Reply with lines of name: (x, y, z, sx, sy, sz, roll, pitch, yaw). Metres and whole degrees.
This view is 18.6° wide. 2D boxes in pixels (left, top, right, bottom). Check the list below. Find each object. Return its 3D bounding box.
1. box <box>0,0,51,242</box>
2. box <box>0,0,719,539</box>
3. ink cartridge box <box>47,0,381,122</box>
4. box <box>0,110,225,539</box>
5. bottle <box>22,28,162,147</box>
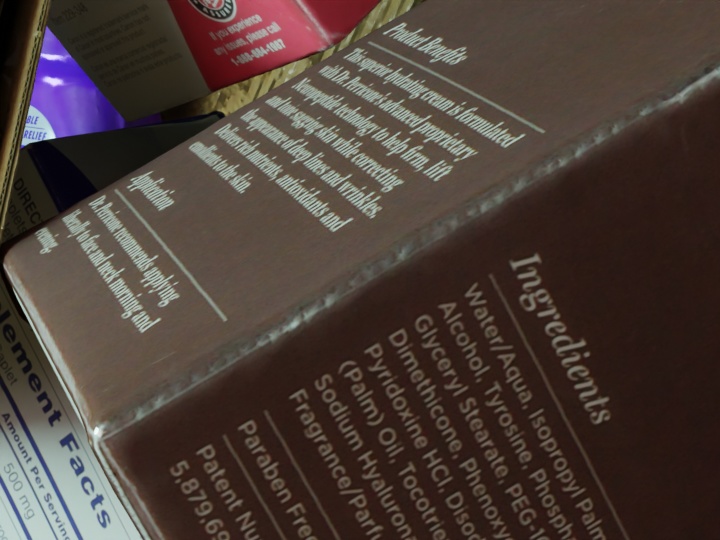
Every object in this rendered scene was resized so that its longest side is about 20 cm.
box: (-0.143, -0.033, 0.674, 0.200, 0.021, 0.164, -13, 65, 63)
box: (0.039, 0.031, 0.565, 0.200, 0.164, 0.166, -30, 21, -7)
ink cartridge box: (-0.078, -0.153, 0.656, 0.200, 0.086, 0.148, 52, 155, -16)
box: (-0.098, 0.075, 0.768, 0.200, 0.105, 0.184, -35, 78, 36)
bottle: (-0.117, -0.034, 0.890, 0.084, 0.065, 0.200, 10, 92, 42)
